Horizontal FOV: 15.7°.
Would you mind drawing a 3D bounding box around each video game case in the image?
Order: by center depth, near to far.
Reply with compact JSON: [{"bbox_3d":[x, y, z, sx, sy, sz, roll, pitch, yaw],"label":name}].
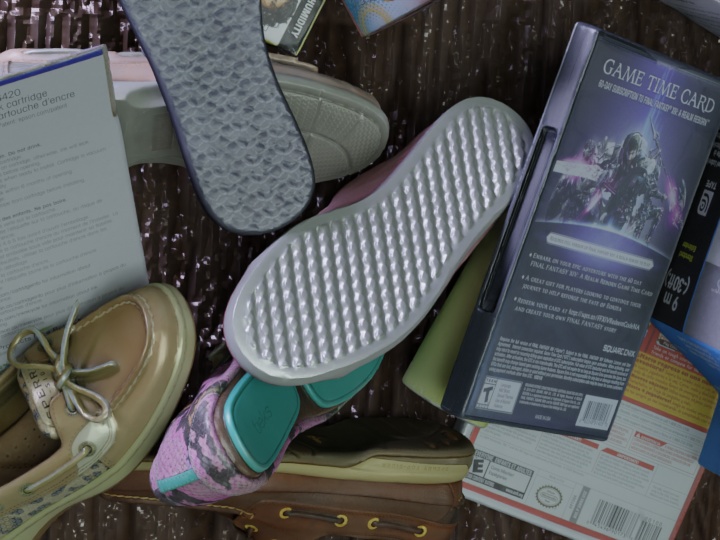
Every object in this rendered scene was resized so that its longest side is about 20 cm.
[{"bbox_3d":[0.117,-0.015,1.320,0.143,0.019,0.201,13,97,-53],"label":"video game case"},{"bbox_3d":[0.139,0.047,1.397,0.142,0.017,0.201,22,94,-19],"label":"video game case"}]

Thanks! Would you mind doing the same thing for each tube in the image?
[{"bbox_3d":[0.090,-0.017,1.335,0.052,0.058,0.201,29,91,2],"label":"tube"}]

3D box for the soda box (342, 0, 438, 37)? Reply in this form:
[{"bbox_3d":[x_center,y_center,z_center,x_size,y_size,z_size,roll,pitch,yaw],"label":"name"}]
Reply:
[{"bbox_3d":[-0.007,-0.219,1.242,0.068,0.063,0.201,-31,96,-39],"label":"soda box"}]

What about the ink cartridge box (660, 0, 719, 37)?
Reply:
[{"bbox_3d":[0.191,-0.158,1.319,0.199,0.116,0.068,28,91,-21],"label":"ink cartridge box"}]

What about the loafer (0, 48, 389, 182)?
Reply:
[{"bbox_3d":[-0.085,-0.085,1.281,0.199,0.063,0.072,0,135,-20],"label":"loafer"}]

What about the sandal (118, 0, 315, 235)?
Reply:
[{"bbox_3d":[-0.075,-0.115,1.228,0.076,0.043,0.201,-12,95,-7],"label":"sandal"}]

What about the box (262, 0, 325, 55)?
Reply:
[{"bbox_3d":[-0.104,-0.182,1.260,0.199,0.050,0.076,28,92,-20],"label":"box"}]

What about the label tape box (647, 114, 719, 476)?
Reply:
[{"bbox_3d":[0.209,0.014,1.325,0.063,0.144,0.201,18,94,-19],"label":"label tape box"}]

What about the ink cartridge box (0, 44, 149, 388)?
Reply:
[{"bbox_3d":[-0.202,-0.015,1.220,0.197,0.047,0.201,-18,136,-12],"label":"ink cartridge box"}]

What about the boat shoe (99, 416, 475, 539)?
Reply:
[{"bbox_3d":[-0.040,0.113,1.327,0.199,0.072,0.068,3,104,-15],"label":"boat shoe"}]

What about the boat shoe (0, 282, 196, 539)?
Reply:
[{"bbox_3d":[-0.157,0.080,1.251,0.200,0.073,0.063,-47,140,18],"label":"boat shoe"}]

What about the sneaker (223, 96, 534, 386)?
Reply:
[{"bbox_3d":[0.000,0.000,1.284,0.075,0.105,0.200,47,60,0],"label":"sneaker"}]

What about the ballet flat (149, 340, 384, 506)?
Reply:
[{"bbox_3d":[-0.052,0.059,1.282,0.071,0.200,0.069,-21,103,28],"label":"ballet flat"}]
